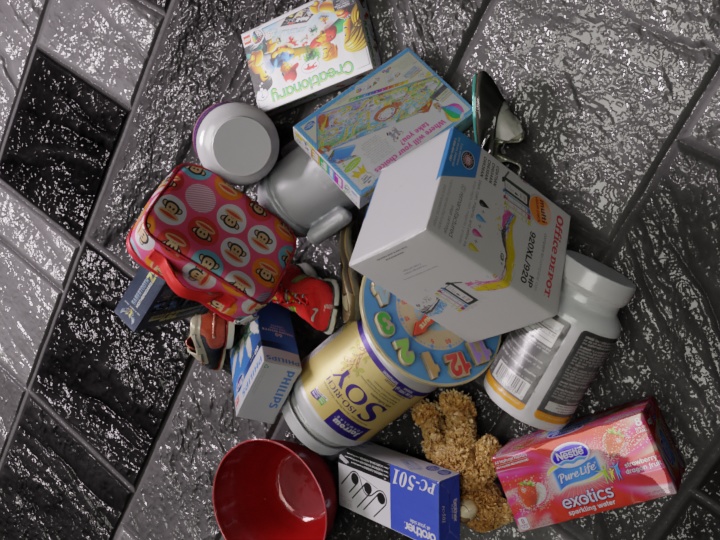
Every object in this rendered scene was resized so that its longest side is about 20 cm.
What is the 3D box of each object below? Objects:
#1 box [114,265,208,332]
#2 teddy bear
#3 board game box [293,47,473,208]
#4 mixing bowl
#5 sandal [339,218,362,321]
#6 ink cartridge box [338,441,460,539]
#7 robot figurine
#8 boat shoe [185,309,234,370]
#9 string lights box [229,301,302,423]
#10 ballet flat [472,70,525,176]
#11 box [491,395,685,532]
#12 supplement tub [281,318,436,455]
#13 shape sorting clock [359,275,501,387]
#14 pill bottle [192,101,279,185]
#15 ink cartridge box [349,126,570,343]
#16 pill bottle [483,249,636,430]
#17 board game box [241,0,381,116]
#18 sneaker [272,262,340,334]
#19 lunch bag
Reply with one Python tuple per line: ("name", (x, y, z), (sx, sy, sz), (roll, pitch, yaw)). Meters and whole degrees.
("box", (-0.250, 0.004, 1.145), (0.051, 0.200, 0.158), (42, 112, 16))
("teddy bear", (0.131, 0.258, 1.036), (0.145, 0.067, 0.200), (-6, 90, 31))
("board game box", (0.032, -0.189, 1.005), (0.200, 0.034, 0.134), (-37, 72, -15))
("mixing bowl", (-0.108, 0.337, 1.147), (0.200, 0.108, 0.200), (2, 95, 29))
("sandal", (0.000, 0.000, 1.039), (0.054, 0.200, 0.080), (-3, 122, -2))
("ink cartridge box", (0.049, 0.302, 1.060), (0.200, 0.044, 0.094), (7, 100, 48))
("robot figurine", (-0.064, -0.121, 1.084), (0.200, 0.113, 0.170), (-33, 58, 26))
("boat shoe", (-0.232, 0.107, 1.166), (0.200, 0.063, 0.071), (131, 138, -66))
("string lights box", (-0.141, 0.112, 1.105), (0.103, 0.059, 0.200), (-62, 25, 23))
("ballet flat", (0.175, -0.152, 0.986), (0.068, 0.068, 0.200), (6, 107, 18))
("box", (0.276, 0.236, 0.940), (0.200, 0.095, 0.100), (-25, 82, 28))
("supplement tub", (0.000, 0.148, 1.053), (0.200, 0.145, 0.145), (-42, 75, 24))
("shape sorting clock", (0.093, 0.050, 0.977), (0.200, 0.200, 0.039), (64, 149, 9))
("pill bottle", (-0.177, -0.181, 1.085), (0.112, 0.200, 0.113), (-3, 103, -13))
("ink cartridge box", (0.121, -0.034, 0.903), (0.145, 0.200, 0.147), (-25, 40, 51))
("pill bottle", (0.242, 0.084, 0.935), (0.116, 0.116, 0.200), (32, 108, 22))
("board game box", (-0.074, -0.316, 1.118), (0.200, 0.035, 0.126), (-15, 87, 28))
("sneaker", (-0.090, 0.037, 1.079), (0.200, 0.085, 0.077), (27, 109, 61))
("lunch bag", (-0.191, -0.027, 0.997), (0.200, 0.176, 0.082), (36, 133, -16))
